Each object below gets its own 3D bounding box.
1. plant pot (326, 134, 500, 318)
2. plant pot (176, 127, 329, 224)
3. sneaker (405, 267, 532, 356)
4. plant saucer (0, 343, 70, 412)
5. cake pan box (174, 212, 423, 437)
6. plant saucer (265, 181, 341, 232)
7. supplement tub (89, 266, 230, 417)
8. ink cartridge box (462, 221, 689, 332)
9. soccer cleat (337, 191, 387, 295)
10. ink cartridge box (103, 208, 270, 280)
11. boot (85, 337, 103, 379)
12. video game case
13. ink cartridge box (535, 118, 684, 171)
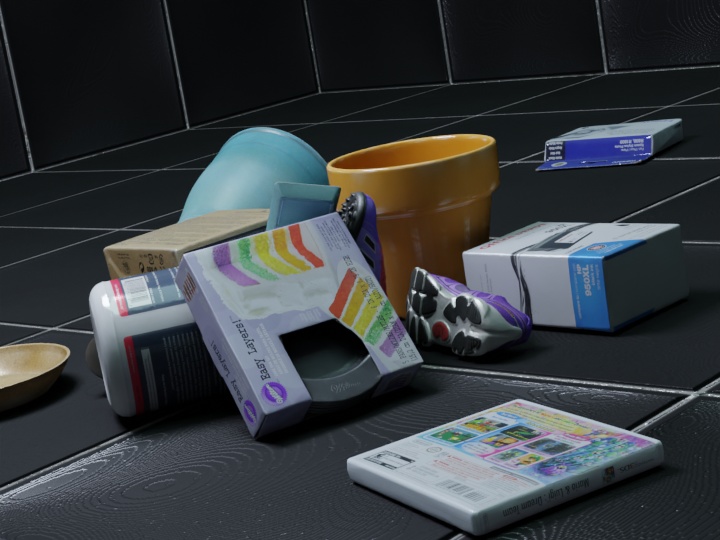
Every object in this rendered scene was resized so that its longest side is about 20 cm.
[{"bbox_3d":[0.071,-0.048,1.856,0.198,0.185,0.200,-8,12,2],"label":"plant pot"},{"bbox_3d":[-0.150,-0.057,2.084,0.199,0.201,0.188,-2,28,31],"label":"plant pot"},{"bbox_3d":[0.111,0.051,1.690,0.083,0.081,0.200,3,13,-28],"label":"sneaker"},{"bbox_3d":[-0.422,0.128,1.790,0.198,0.036,0.200,-10,13,2],"label":"plant saucer"},{"bbox_3d":[-0.059,0.052,1.550,0.183,0.201,0.052,-16,-27,-27],"label":"cake pan box"},{"bbox_3d":[-0.069,-0.020,1.689,0.069,0.201,0.019,4,52,-9],"label":"plant saucer"},{"bbox_3d":[-0.171,0.064,1.637,0.198,0.142,0.140,-12,12,-12],"label":"supplement tub"},{"bbox_3d":[0.231,0.003,1.728,0.144,0.085,0.199,-20,15,-42],"label":"ink cartridge box"},{"bbox_3d":[0.000,0.000,1.699,0.072,0.201,0.069,7,38,-9],"label":"soccer cleat"},{"bbox_3d":[-0.177,-0.015,1.820,0.164,0.076,0.199,-19,11,-30],"label":"ink cartridge box"},{"bbox_3d":[-0.205,0.090,1.764,0.198,0.074,0.075,-8,-7,-12],"label":"boot"},{"bbox_3d":[0.113,0.154,1.284,0.181,0.024,0.200,-16,13,-27],"label":"video game case"},{"bbox_3d":[0.417,-0.213,2.673,0.198,0.041,0.200,-2,14,32],"label":"ink cartridge box"}]
